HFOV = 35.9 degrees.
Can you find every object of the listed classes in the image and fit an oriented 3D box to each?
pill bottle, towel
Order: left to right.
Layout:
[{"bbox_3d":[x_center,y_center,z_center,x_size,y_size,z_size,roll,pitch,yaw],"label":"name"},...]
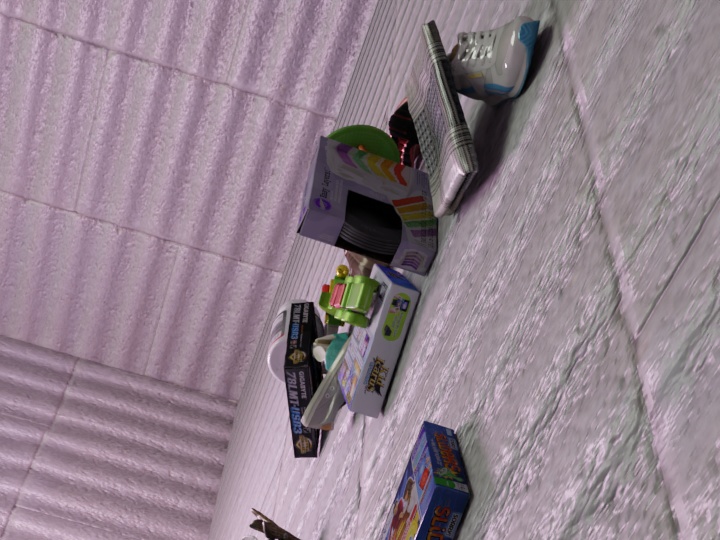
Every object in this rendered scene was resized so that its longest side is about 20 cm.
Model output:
[{"bbox_3d":[-0.131,0.144,2.297,0.200,0.113,0.115,-91,19,-67],"label":"pill bottle"},{"bbox_3d":[0.089,-0.174,1.341,0.200,0.034,0.194,106,150,-76],"label":"towel"}]

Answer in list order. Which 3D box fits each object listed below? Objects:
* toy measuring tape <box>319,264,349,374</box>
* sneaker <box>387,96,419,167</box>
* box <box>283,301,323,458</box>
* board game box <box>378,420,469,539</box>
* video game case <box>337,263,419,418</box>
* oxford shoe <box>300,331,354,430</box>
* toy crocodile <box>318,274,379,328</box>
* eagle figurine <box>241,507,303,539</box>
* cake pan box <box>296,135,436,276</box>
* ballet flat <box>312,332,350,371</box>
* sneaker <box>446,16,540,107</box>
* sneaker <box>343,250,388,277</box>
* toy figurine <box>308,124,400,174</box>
[{"bbox_3d":[-0.046,0.087,2.003,0.074,0.073,0.202,152,127,-79],"label":"toy measuring tape"},{"bbox_3d":[0.076,-0.230,1.778,0.201,0.073,0.087,117,171,-47],"label":"sneaker"},{"bbox_3d":[-0.098,0.192,1.966,0.199,0.049,0.201,-90,-5,-60],"label":"box"},{"bbox_3d":[0.048,0.263,1.061,0.135,0.034,0.201,-96,24,-72],"label":"board game box"},{"bbox_3d":[0.022,0.094,1.566,0.200,0.045,0.183,-125,54,-80],"label":"video game case"},{"bbox_3d":[-0.023,0.164,1.729,0.201,0.057,0.075,-60,-3,-18],"label":"oxford shoe"},{"bbox_3d":[-0.016,0.040,1.562,0.200,0.061,0.068,171,116,-81],"label":"toy crocodile"},{"bbox_3d":[-0.152,0.490,1.700,0.201,0.150,0.152,-63,17,-7],"label":"eagle figurine"},{"bbox_3d":[0.013,-0.088,1.508,0.201,0.183,0.053,-82,12,-54],"label":"cake pan box"},{"bbox_3d":[-0.046,0.135,1.873,0.200,0.070,0.068,-174,98,-83],"label":"ballet flat"},{"bbox_3d":[0.146,-0.239,1.269,0.200,0.080,0.077,146,142,-76],"label":"sneaker"},{"bbox_3d":[0.000,0.000,1.835,0.200,0.070,0.076,-119,45,-80],"label":"sneaker"},{"bbox_3d":[0.022,-0.096,1.702,0.149,0.200,0.185,-30,38,7],"label":"toy figurine"}]
